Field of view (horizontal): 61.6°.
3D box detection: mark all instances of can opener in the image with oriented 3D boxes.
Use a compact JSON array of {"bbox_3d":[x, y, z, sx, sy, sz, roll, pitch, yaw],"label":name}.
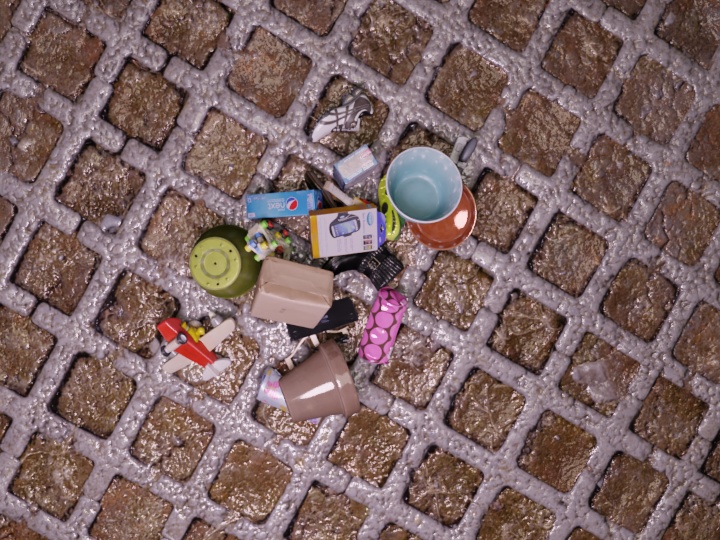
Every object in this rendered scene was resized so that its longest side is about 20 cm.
[{"bbox_3d":[0.257,-0.274,1.658,0.052,0.066,0.203,23,96,-3],"label":"can opener"}]

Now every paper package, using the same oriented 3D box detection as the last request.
[{"bbox_3d":[-0.177,0.061,1.551,0.187,0.200,0.105,14,66,-12],"label":"paper package"}]

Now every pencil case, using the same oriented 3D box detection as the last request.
[{"bbox_3d":[-0.184,0.342,1.642,0.197,0.084,0.091,25,48,-4],"label":"pencil case"},{"bbox_3d":[0.064,0.151,1.621,0.093,0.090,0.203,30,117,30],"label":"pencil case"}]

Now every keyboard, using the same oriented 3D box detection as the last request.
[{"bbox_3d":[-0.100,0.156,1.650,0.197,0.021,0.129,-17,69,-6],"label":"keyboard"}]

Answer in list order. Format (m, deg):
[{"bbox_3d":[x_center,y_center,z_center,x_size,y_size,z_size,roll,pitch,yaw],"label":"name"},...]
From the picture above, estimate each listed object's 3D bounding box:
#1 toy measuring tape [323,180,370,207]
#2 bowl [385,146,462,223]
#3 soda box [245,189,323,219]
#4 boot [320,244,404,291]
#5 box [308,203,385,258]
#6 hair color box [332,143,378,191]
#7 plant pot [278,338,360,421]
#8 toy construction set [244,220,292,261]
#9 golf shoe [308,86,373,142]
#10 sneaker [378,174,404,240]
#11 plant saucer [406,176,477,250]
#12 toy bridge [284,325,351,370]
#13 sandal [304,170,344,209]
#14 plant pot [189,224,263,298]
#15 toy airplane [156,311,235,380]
[{"bbox_3d":[-0.030,-0.172,1.591,0.199,0.073,0.074,32,90,-30],"label":"toy measuring tape"},{"bbox_3d":[0.155,-0.204,1.559,0.197,0.105,0.205,1,76,-5],"label":"bowl"},{"bbox_3d":[-0.200,-0.175,1.595,0.196,0.068,0.065,-2,96,16],"label":"soda box"},{"bbox_3d":[0.001,0.000,1.641,0.210,0.079,0.159,-37,94,-2],"label":"boot"},{"bbox_3d":[-0.033,-0.104,1.560,0.196,0.042,0.121,-8,119,-12],"label":"box"},{"bbox_3d":[-0.016,-0.264,1.569,0.099,0.200,0.061,-33,94,-2],"label":"hair color box"},{"bbox_3d":[-0.113,0.299,1.543,0.172,0.200,0.203,-20,93,-12],"label":"plant pot"},{"bbox_3d":[-0.228,-0.057,1.588,0.091,0.200,0.132,-29,54,6],"label":"toy construction set"},{"bbox_3d":[-0.051,-0.399,1.624,0.199,0.078,0.095,-41,94,0],"label":"golf shoe"},{"bbox_3d":[0.086,-0.177,1.647,0.073,0.084,0.204,3,74,14],"label":"sneaker"},{"bbox_3d":[0.220,-0.158,1.640,0.197,0.032,0.204,5,102,22],"label":"plant saucer"},{"bbox_3d":[-0.120,0.201,1.667,0.198,0.027,0.068,-28,93,-3],"label":"toy bridge"},{"bbox_3d":[-0.081,-0.190,1.641,0.054,0.082,0.201,-33,87,-23],"label":"sandal"},{"bbox_3d":[-0.359,-0.020,1.560,0.196,0.193,0.204,0,93,-4],"label":"plant pot"},{"bbox_3d":[-0.433,0.195,1.606,0.196,0.142,0.201,0,130,-12],"label":"toy airplane"}]
